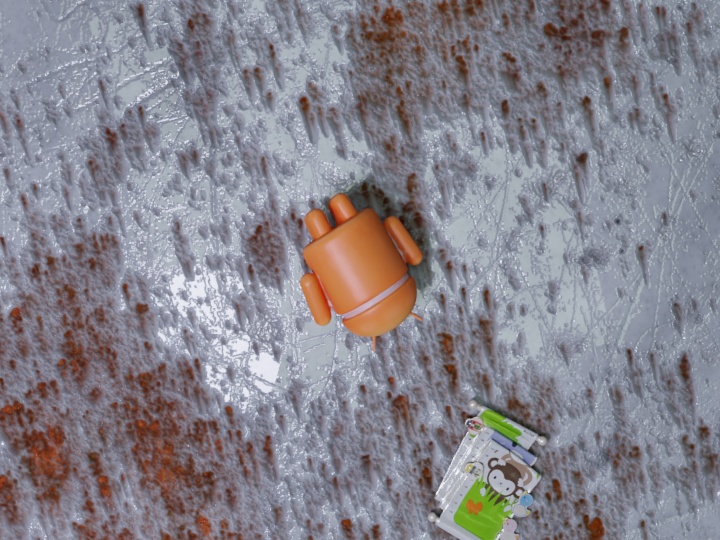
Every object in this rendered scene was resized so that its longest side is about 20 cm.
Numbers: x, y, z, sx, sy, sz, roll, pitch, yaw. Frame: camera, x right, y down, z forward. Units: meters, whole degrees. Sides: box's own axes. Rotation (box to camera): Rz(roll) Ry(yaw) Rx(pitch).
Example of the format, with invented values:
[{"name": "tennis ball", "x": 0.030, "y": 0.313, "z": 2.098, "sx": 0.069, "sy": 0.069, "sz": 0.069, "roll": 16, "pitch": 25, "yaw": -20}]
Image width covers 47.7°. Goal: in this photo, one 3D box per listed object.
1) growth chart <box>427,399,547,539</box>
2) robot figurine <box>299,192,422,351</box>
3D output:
[{"name": "growth chart", "x": 0.182, "y": 0.298, "z": 1.147, "sx": 0.142, "sy": 0.018, "sz": 0.204, "roll": 21, "pitch": 97, "yaw": -2}, {"name": "robot figurine", "x": -0.002, "y": 0.001, "z": 1.069, "sx": 0.116, "sy": 0.143, "sz": 0.202, "roll": -27, "pitch": 97, "yaw": 42}]
